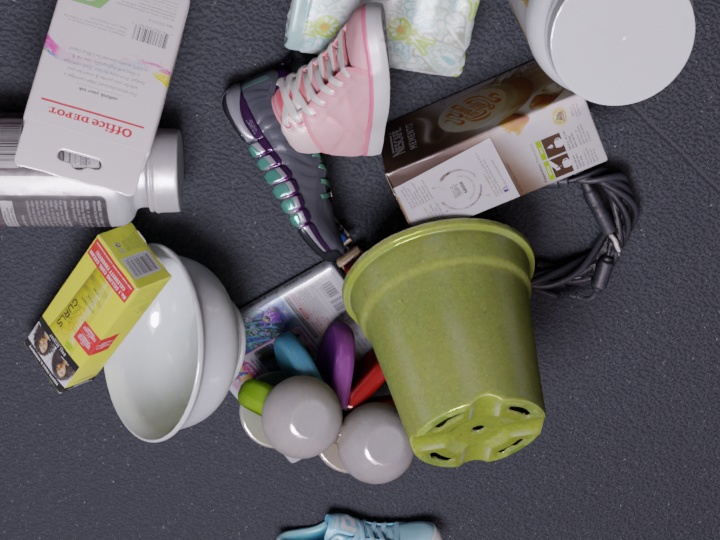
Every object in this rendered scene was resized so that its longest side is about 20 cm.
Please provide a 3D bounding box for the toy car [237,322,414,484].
[{"bbox_3d":[-0.025,0.132,1.387,0.200,0.175,0.150,21,83,-14],"label":"toy car"}]

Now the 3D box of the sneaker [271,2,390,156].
[{"bbox_3d":[-0.028,-0.164,1.184,0.104,0.075,0.200,-1,155,-4],"label":"sneaker"}]

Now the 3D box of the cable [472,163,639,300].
[{"bbox_3d":[0.189,-0.052,1.366,0.200,0.051,0.163,21,116,-14],"label":"cable"}]

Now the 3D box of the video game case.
[{"bbox_3d":[-0.055,0.104,1.457,0.182,0.024,0.200,-29,118,13],"label":"video game case"}]

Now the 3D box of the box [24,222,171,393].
[{"bbox_3d":[-0.271,0.041,1.345,0.075,0.050,0.200,53,130,10],"label":"box"}]

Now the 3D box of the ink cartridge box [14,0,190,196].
[{"bbox_3d":[-0.237,-0.166,1.202,0.117,0.067,0.200,16,75,-11],"label":"ink cartridge box"}]

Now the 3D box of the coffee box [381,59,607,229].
[{"bbox_3d":[0.125,-0.124,1.285,0.200,0.114,0.080,-23,119,9],"label":"coffee box"}]

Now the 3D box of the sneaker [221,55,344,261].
[{"bbox_3d":[-0.053,-0.107,1.292,0.087,0.074,0.200,-31,101,3],"label":"sneaker"}]

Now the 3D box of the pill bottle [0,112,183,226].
[{"bbox_3d":[-0.275,-0.098,1.279,0.200,0.111,0.111,0,120,-3],"label":"pill bottle"}]

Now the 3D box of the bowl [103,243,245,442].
[{"bbox_3d":[-0.181,0.074,1.359,0.090,0.201,0.201,2,125,-39],"label":"bowl"}]

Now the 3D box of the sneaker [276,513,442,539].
[{"bbox_3d":[-0.006,0.323,1.555,0.200,0.074,0.082,-16,122,5],"label":"sneaker"}]

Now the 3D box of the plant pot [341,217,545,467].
[{"bbox_3d":[0.095,0.082,1.283,0.200,0.184,0.201,-8,146,-6],"label":"plant pot"}]

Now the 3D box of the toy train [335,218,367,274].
[{"bbox_3d":[0.000,0.000,1.387,0.034,0.046,0.200,-33,116,15],"label":"toy train"}]

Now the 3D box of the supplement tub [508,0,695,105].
[{"bbox_3d":[0.212,-0.241,1.173,0.144,0.200,0.145,-1,120,-3],"label":"supplement tub"}]

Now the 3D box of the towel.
[{"bbox_3d":[0.030,-0.278,1.176,0.171,0.048,0.200,10,119,-7],"label":"towel"}]
